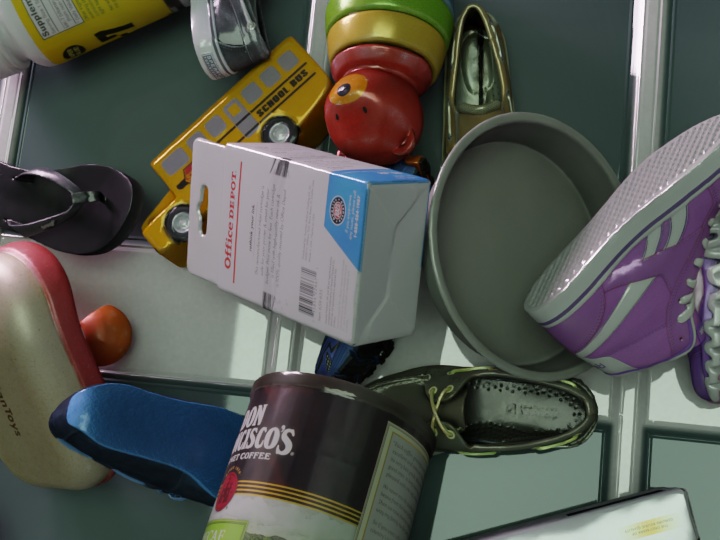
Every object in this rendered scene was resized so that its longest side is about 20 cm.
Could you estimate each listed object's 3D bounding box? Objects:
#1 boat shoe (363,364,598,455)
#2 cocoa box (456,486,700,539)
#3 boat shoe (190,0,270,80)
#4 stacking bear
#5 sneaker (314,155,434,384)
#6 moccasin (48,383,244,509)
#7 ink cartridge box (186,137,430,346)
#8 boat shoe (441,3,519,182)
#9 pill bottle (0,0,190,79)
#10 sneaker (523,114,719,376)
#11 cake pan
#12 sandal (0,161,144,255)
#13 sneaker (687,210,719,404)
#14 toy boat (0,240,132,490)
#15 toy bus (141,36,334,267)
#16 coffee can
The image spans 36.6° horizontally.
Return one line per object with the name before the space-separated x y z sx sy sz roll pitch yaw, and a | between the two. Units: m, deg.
boat shoe | 0.083 0.107 0.844 0.199 0.060 0.073 -1 79 9
cocoa box | 0.145 0.242 0.769 0.198 0.133 0.133 -16 77 5
boat shoe | -0.109 -0.256 0.925 0.067 0.072 0.202 -15 60 12
stacking bear | 0.019 -0.180 0.870 0.120 0.114 0.202 -4 67 29
sneaker | 0.000 0.000 0.882 0.078 0.075 0.202 12 75 24
moccasin | -0.144 0.131 0.833 0.068 0.199 0.081 -17 49 41
ink cartridge box | -0.045 -0.030 0.816 0.199 0.066 0.117 20 111 43
boat shoe | 0.095 -0.116 0.877 0.071 0.076 0.202 -10 78 6
pill bottle | -0.250 -0.247 0.941 0.198 0.114 0.115 -22 76 5
sneaker | 0.222 -0.011 0.769 0.114 0.073 0.201 39 109 -11
cake pan | 0.126 -0.017 0.822 0.198 0.037 0.203 5 80 -29
sandal | -0.274 -0.057 0.923 0.198 0.043 0.077 6 85 23
sneaker | 0.258 0.000 0.833 0.088 0.080 0.203 0 98 50
toy boat | -0.239 0.068 0.879 0.129 0.131 0.202 -5 112 39
toy bus | -0.104 -0.096 0.912 0.200 0.065 0.078 -42 75 -1
coffee can | -0.039 0.195 0.775 0.145 0.147 0.202 12 63 11
